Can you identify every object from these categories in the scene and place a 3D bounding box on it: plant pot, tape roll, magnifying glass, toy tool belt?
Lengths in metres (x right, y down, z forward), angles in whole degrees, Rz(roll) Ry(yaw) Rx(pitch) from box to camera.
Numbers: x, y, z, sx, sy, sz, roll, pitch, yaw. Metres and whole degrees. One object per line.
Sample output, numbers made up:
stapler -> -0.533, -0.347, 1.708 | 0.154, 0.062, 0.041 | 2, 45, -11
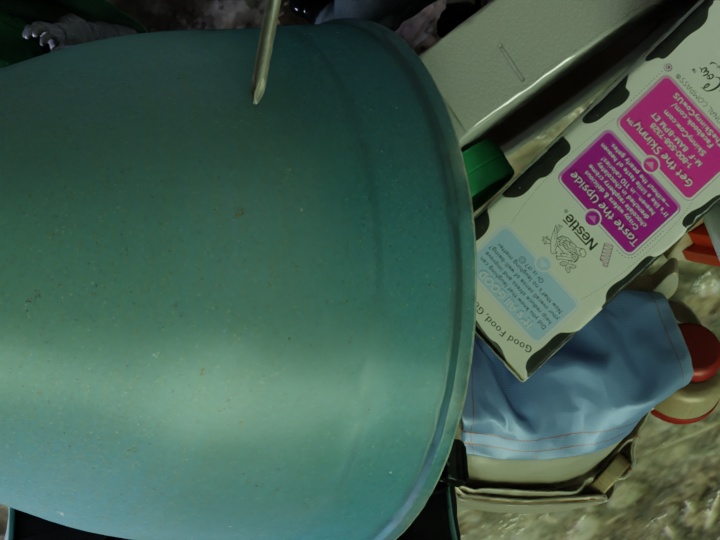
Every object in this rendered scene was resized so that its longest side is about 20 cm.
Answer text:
plant pot -> -0.088, 0.004, 0.943 | 0.187, 0.201, 0.201 | 1, 136, -27
tape roll -> 0.068, -0.083, 1.051 | 0.202, 0.037, 0.203 | -34, 175, -3
magnifying glass -> 0.000, 0.000, 1.065 | 0.079, 0.022, 0.200 | -34, 174, -33
toy tool belt -> 0.100, 0.043, 1.242 | 0.199, 0.125, 0.123 | -12, 151, -21

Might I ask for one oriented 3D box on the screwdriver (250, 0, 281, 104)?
screwdriver -> -0.017, -0.156, 0.897 | 0.029, 0.028, 0.202 | -1, 100, -71

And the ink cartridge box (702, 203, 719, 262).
ink cartridge box -> 0.218, -0.040, 1.102 | 0.144, 0.200, 0.084 | -31, 112, 11

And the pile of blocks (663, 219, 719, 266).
pile of blocks -> 0.206, -0.066, 1.222 | 0.200, 0.062, 0.082 | -41, 143, 18

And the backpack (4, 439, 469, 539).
backpack -> -0.061, 0.143, 1.135 | 0.198, 0.177, 0.154 | 6, 142, -17

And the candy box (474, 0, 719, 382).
candy box -> 0.126, -0.058, 1.008 | 0.200, 0.061, 0.136 | -45, 177, 22

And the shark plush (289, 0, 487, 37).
shark plush -> 0.029, -0.126, 1.013 | 0.199, 0.084, 0.091 | -31, 139, 13

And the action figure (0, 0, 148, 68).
action figure -> -0.142, -0.079, 0.996 | 0.199, 0.055, 0.118 | 14, 126, -48
